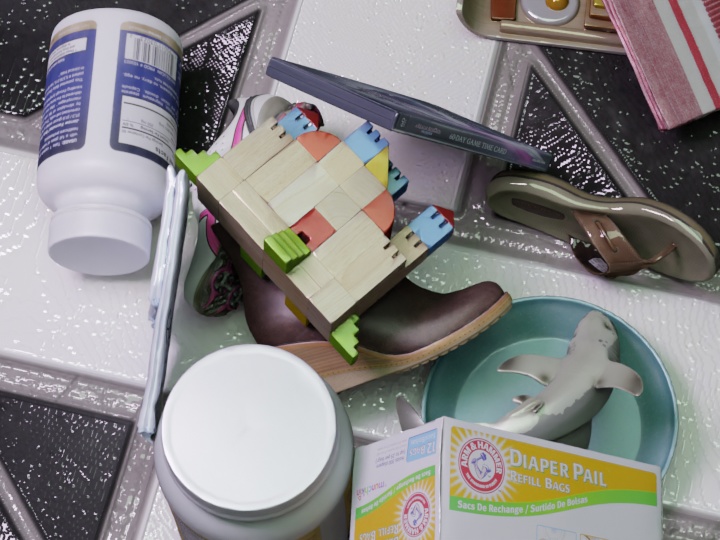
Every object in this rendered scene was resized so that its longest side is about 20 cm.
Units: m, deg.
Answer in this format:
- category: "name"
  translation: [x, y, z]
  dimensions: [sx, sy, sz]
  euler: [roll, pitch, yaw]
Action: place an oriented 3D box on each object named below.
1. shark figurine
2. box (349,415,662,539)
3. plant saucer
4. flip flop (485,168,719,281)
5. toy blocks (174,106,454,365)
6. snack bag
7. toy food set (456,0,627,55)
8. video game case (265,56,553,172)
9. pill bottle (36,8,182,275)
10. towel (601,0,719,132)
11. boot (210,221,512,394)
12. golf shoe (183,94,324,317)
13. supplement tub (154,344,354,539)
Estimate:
- category: "shark figurine"
  translation: [0.133, 0.120, 1.500]
  dimensions: [0.214, 0.090, 0.128]
  euler: [-29, 35, -18]
- category: "box"
  translation: [0.104, 0.180, 1.404]
  dimensions: [0.200, 0.112, 0.101]
  euler: [15, 66, -30]
- category: "plant saucer"
  translation: [0.147, 0.118, 1.557]
  dimensions: [0.200, 0.036, 0.200]
  euler: [0, 68, 1]
- category: "flip flop"
  translation: [0.190, -0.027, 1.592]
  dimensions: [0.200, 0.081, 0.058]
  euler: [19, 60, 14]
- category: "toy blocks"
  translation: [-0.022, -0.050, 1.486]
  dimensions: [0.137, 0.100, 0.200]
  euler: [-41, 79, -14]
- category: "snack bag"
  translation: [-0.152, 0.030, 1.506]
  dimensions: [0.021, 0.189, 0.200]
  euler: [8, 85, -5]
- category: "toy food set"
  translation: [0.190, -0.267, 1.706]
  dimensions: [0.200, 0.060, 0.144]
  euler: [7, 67, 5]
- category: "video game case"
  translation: [0.040, -0.122, 1.563]
  dimensions: [0.143, 0.200, 0.019]
  euler: [27, 100, 39]
- category: "pill bottle"
  translation: [-0.206, -0.103, 1.619]
  dimensions: [0.111, 0.111, 0.200]
  euler: [1, 67, 2]
- category: "towel"
  translation: [0.308, -0.214, 1.666]
  dimensions: [0.200, 0.023, 0.144]
  euler: [-22, 88, -17]
- category: "boot"
  translation: [0.000, 0.000, 1.533]
  dimensions: [0.200, 0.072, 0.166]
  euler: [-22, 93, 7]
- category: "golf shoe"
  translation: [-0.103, -0.053, 1.623]
  dimensions: [0.092, 0.073, 0.200]
  euler: [13, 66, 26]
- category: "supplement tub"
  translation: [-0.075, 0.146, 1.461]
  dimensions: [0.145, 0.200, 0.145]
  euler: [-1, 67, 1]
